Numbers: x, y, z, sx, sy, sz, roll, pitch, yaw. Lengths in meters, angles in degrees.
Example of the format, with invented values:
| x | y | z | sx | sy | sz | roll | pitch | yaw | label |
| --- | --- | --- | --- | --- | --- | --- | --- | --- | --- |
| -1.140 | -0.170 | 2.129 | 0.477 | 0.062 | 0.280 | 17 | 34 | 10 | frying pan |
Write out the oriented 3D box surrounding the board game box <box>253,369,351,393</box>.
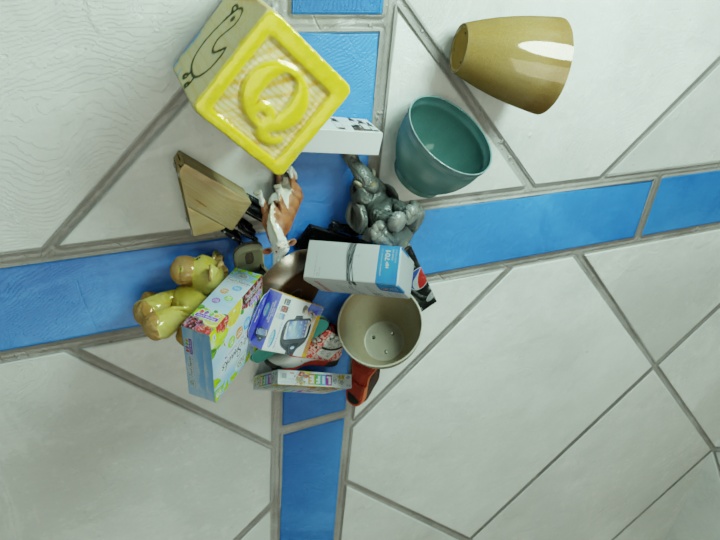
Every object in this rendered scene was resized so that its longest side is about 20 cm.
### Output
| x | y | z | sx | sy | sz | roll | pitch | yaw | label |
| --- | --- | --- | --- | --- | --- | --- | --- | --- | --- |
| -0.138 | 0.267 | 1.524 | 0.198 | 0.035 | 0.134 | 10 | 160 | -32 | board game box |

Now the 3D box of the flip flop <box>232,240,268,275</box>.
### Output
| x | y | z | sx | sy | sz | roll | pitch | yaw | label |
| --- | --- | --- | --- | --- | --- | --- | --- | --- | --- |
| -0.218 | 0.011 | 1.318 | 0.080 | 0.058 | 0.201 | -21 | 154 | -17 | flip flop |

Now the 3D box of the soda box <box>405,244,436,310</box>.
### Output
| x | y | z | sx | sy | sz | roll | pitch | yaw | label |
| --- | --- | --- | --- | --- | --- | --- | --- | --- | --- |
| 0.112 | 0.010 | 1.513 | 0.063 | 0.071 | 0.201 | -33 | 131 | -4 | soda box |

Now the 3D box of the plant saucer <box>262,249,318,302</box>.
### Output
| x | y | z | sx | sy | sz | roll | pitch | yaw | label |
| --- | --- | --- | --- | --- | --- | --- | --- | --- | --- |
| -0.150 | 0.047 | 1.370 | 0.199 | 0.037 | 0.202 | -36 | 149 | -25 | plant saucer |

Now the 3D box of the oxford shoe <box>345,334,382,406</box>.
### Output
| x | y | z | sx | sy | sz | roll | pitch | yaw | label |
| --- | --- | --- | --- | --- | --- | --- | --- | --- | --- |
| 0.020 | 0.250 | 1.643 | 0.072 | 0.071 | 0.202 | -13 | 129 | -56 | oxford shoe |

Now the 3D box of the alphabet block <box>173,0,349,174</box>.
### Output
| x | y | z | sx | sy | sz | roll | pitch | yaw | label |
| --- | --- | --- | --- | --- | --- | --- | --- | --- | --- |
| -0.167 | -0.316 | 1.057 | 0.196 | 0.200 | 0.196 | 33 | 102 | -39 | alphabet block |

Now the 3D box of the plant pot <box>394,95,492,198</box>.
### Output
| x | y | z | sx | sy | sz | roll | pitch | yaw | label |
| --- | --- | --- | --- | --- | --- | --- | --- | --- | --- |
| 0.149 | -0.235 | 1.307 | 0.198 | 0.203 | 0.134 | 6 | 146 | -31 | plant pot |

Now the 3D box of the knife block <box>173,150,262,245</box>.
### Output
| x | y | z | sx | sy | sz | roll | pitch | yaw | label |
| --- | --- | --- | --- | --- | --- | --- | --- | --- | --- |
| -0.251 | -0.141 | 1.222 | 0.173 | 0.064 | 0.202 | -17 | 127 | -18 | knife block |

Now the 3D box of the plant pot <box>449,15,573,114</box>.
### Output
| x | y | z | sx | sy | sz | roll | pitch | yaw | label |
| --- | --- | --- | --- | --- | --- | --- | --- | --- | --- |
| 0.284 | -0.420 | 1.259 | 0.197 | 0.187 | 0.189 | 6 | 119 | -15 | plant pot |

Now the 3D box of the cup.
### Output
| x | y | z | sx | sy | sz | roll | pitch | yaw | label |
| --- | --- | --- | --- | --- | --- | --- | --- | --- | --- |
| 0.051 | 0.149 | 1.517 | 0.198 | 0.202 | 0.144 | -29 | 157 | -7 | cup |

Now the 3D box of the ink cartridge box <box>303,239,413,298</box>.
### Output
| x | y | z | sx | sy | sz | roll | pitch | yaw | label |
| --- | --- | --- | --- | --- | --- | --- | --- | --- | --- |
| 0.000 | 0.000 | 1.323 | 0.146 | 0.197 | 0.087 | 40 | 58 | -71 | ink cartridge box |

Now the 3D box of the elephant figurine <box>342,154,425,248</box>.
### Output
| x | y | z | sx | sy | sz | roll | pitch | yaw | label |
| --- | --- | --- | --- | --- | --- | --- | --- | --- | --- |
| 0.030 | -0.140 | 1.332 | 0.141 | 0.200 | 0.156 | -4 | 132 | -55 | elephant figurine |

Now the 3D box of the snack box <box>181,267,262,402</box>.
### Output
| x | y | z | sx | sy | sz | roll | pitch | yaw | label |
| --- | --- | --- | --- | --- | --- | --- | --- | --- | --- |
| -0.259 | 0.121 | 1.231 | 0.067 | 0.200 | 0.171 | 16 | 125 | 15 | snack box |

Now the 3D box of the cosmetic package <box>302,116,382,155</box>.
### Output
| x | y | z | sx | sy | sz | roll | pitch | yaw | label |
| --- | --- | --- | --- | --- | --- | --- | --- | --- | --- |
| -0.063 | -0.263 | 1.228 | 0.197 | 0.083 | 0.051 | -3 | 120 | -27 | cosmetic package |

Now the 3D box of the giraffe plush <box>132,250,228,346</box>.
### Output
| x | y | z | sx | sy | sz | roll | pitch | yaw | label |
| --- | --- | --- | --- | --- | --- | --- | --- | --- | --- |
| -0.329 | 0.042 | 1.254 | 0.198 | 0.172 | 0.164 | 9 | 109 | -42 | giraffe plush |

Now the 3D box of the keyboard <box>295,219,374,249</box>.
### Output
| x | y | z | sx | sy | sz | roll | pitch | yaw | label |
| --- | --- | --- | --- | --- | --- | --- | --- | --- | --- |
| -0.041 | -0.070 | 1.412 | 0.198 | 0.040 | 0.104 | 15 | 137 | -36 | keyboard |

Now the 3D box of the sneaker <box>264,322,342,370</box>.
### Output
| x | y | z | sx | sy | sz | roll | pitch | yaw | label |
| --- | --- | --- | --- | --- | --- | --- | --- | --- | --- |
| -0.126 | 0.172 | 1.500 | 0.199 | 0.067 | 0.109 | 2 | 119 | -33 | sneaker |

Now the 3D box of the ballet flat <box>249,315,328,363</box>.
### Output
| x | y | z | sx | sy | sz | roll | pitch | yaw | label |
| --- | --- | --- | --- | --- | --- | --- | --- | --- | --- |
| -0.171 | 0.138 | 1.449 | 0.198 | 0.070 | 0.068 | -25 | 131 | -14 | ballet flat |

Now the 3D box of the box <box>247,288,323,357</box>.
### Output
| x | y | z | sx | sy | sz | roll | pitch | yaw | label |
| --- | --- | --- | --- | --- | --- | --- | --- | --- | --- |
| -0.155 | 0.111 | 1.324 | 0.200 | 0.041 | 0.121 | 26 | 84 | -64 | box |

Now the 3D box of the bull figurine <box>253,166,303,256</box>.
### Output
| x | y | z | sx | sy | sz | roll | pitch | yaw | label |
| --- | --- | --- | --- | --- | --- | --- | --- | --- | --- |
| -0.153 | -0.121 | 1.215 | 0.064 | 0.201 | 0.123 | -3 | 128 | 8 | bull figurine |
